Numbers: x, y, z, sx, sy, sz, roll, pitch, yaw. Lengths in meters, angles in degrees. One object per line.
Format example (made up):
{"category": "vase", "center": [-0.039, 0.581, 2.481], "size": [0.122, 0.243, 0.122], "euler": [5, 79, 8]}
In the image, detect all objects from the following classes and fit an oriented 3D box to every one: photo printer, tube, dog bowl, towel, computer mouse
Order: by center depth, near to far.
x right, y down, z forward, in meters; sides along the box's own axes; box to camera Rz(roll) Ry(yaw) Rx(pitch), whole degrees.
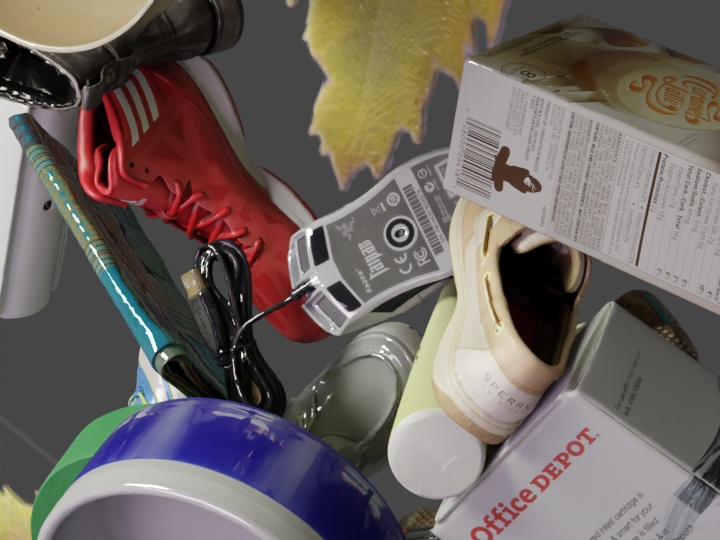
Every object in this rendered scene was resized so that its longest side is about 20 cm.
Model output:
{"category": "tube", "center": [0.048, 0.065, 1.447], "size": [0.052, 0.200, 0.058], "euler": [34, 109, -5]}
{"category": "dog bowl", "center": [-0.074, 0.169, 1.463], "size": [0.200, 0.079, 0.200], "euler": [15, 133, 17]}
{"category": "computer mouse", "center": [0.000, 0.000, 1.507], "size": [0.200, 0.044, 0.110], "euler": [-27, 76, 10]}
{"category": "towel", "center": [-0.131, 0.004, 1.574], "size": [0.022, 0.147, 0.200], "euler": [-36, 60, 4]}
{"category": "photo printer", "center": [-0.253, -0.091, 1.700], "size": [0.166, 0.069, 0.200], "euler": [29, 124, 28]}

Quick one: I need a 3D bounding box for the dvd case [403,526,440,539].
{"category": "dvd case", "center": [0.009, 0.221, 1.600], "size": [0.200, 0.022, 0.146], "euler": [-11, 121, 37]}

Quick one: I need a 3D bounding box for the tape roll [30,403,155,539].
{"category": "tape roll", "center": [-0.096, 0.169, 1.565], "size": [0.200, 0.048, 0.201], "euler": [16, 133, 18]}

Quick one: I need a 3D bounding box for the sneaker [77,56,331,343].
{"category": "sneaker", "center": [-0.101, -0.030, 1.567], "size": [0.200, 0.115, 0.078], "euler": [55, 133, 9]}

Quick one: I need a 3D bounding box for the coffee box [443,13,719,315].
{"category": "coffee box", "center": [0.158, -0.052, 1.348], "size": [0.200, 0.114, 0.080], "euler": [25, 121, 28]}

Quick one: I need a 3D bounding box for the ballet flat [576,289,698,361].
{"category": "ballet flat", "center": [0.115, 0.076, 1.482], "size": [0.200, 0.070, 0.065], "euler": [-43, 53, 39]}

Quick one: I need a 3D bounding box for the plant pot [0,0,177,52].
{"category": "plant pot", "center": [-0.124, -0.223, 1.353], "size": [0.200, 0.134, 0.201], "euler": [15, 116, 33]}

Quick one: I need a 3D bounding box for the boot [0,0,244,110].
{"category": "boot", "center": [-0.183, -0.150, 1.546], "size": [0.200, 0.174, 0.069], "euler": [19, 120, 32]}

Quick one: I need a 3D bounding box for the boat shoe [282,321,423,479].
{"category": "boat shoe", "center": [-0.027, 0.104, 1.595], "size": [0.072, 0.068, 0.200], "euler": [55, 132, 7]}

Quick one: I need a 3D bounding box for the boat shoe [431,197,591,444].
{"category": "boat shoe", "center": [0.089, 0.003, 1.390], "size": [0.074, 0.200, 0.069], "euler": [35, 128, -22]}

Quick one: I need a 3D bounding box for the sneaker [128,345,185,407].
{"category": "sneaker", "center": [-0.123, 0.124, 1.658], "size": [0.076, 0.105, 0.200], "euler": [7, 113, 37]}

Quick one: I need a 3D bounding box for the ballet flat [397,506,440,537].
{"category": "ballet flat", "center": [0.012, 0.193, 1.624], "size": [0.067, 0.046, 0.200], "euler": [37, 137, -6]}

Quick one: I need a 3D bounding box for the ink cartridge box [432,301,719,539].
{"category": "ink cartridge box", "center": [0.161, 0.132, 1.397], "size": [0.200, 0.083, 0.147], "euler": [36, 131, -7]}
